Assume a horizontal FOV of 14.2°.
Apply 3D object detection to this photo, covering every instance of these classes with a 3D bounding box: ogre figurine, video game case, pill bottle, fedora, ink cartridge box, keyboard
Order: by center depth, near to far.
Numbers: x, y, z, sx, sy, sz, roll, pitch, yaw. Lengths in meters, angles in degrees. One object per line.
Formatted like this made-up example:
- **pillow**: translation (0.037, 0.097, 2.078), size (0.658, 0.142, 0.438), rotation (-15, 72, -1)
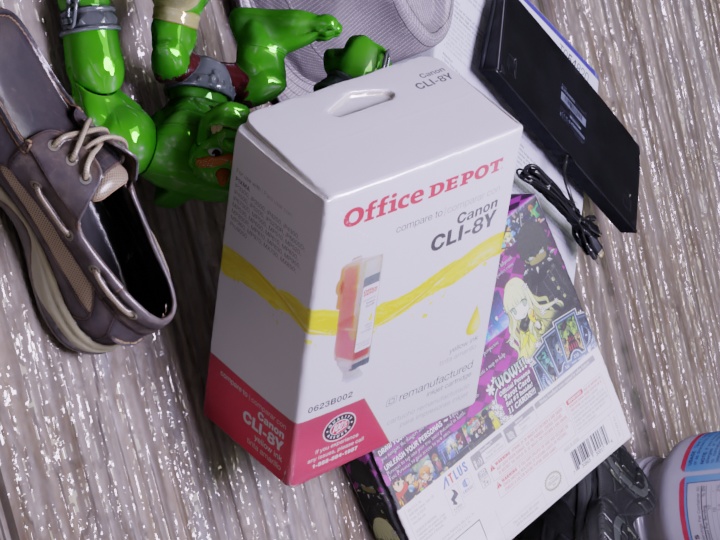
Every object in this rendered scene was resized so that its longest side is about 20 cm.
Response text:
- **ink cartridge box**: translation (0.000, 0.000, 1.597), size (0.145, 0.083, 0.201), rotation (-22, 135, -34)
- **ogre figurine**: translation (-0.082, -0.096, 1.600), size (0.200, 0.098, 0.120), rotation (19, 77, -43)
- **fedora**: translation (-0.001, -0.190, 1.746), size (0.177, 0.090, 0.201), rotation (-27, 104, -54)
- **video game case**: translation (0.068, 0.078, 1.786), size (0.200, 0.036, 0.182), rotation (-37, 114, -34)
- **ink cartridge box**: translation (0.085, -0.086, 1.887), size (0.200, 0.040, 0.201), rotation (41, 50, -45)
- **keyboard**: translation (0.131, -0.084, 1.904), size (0.200, 0.021, 0.127), rotation (44, 42, -42)
- **pill bottle**: translation (0.272, 0.160, 1.959), size (0.109, 0.199, 0.109), rotation (17, 69, -52)

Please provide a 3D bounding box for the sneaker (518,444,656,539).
- **sneaker**: translation (0.140, 0.166, 1.885), size (0.076, 0.091, 0.200), rotation (50, 21, -16)

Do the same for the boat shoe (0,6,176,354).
- **boat shoe**: translation (-0.150, -0.051, 1.516), size (0.075, 0.073, 0.200), rotation (-50, 123, -48)
